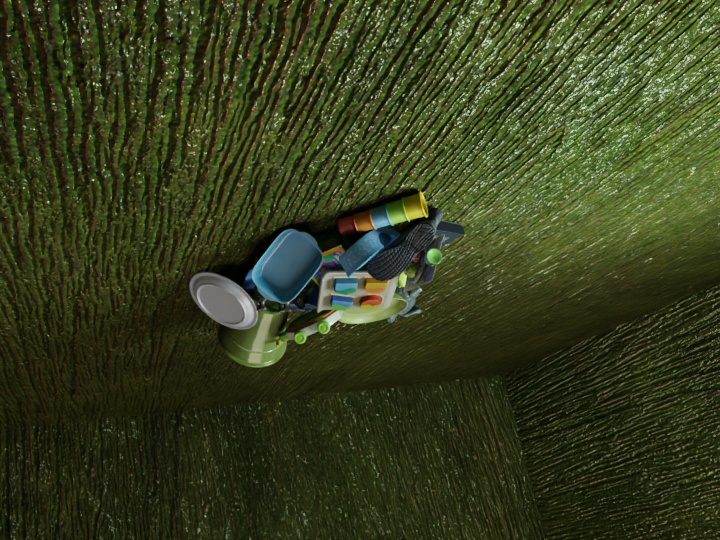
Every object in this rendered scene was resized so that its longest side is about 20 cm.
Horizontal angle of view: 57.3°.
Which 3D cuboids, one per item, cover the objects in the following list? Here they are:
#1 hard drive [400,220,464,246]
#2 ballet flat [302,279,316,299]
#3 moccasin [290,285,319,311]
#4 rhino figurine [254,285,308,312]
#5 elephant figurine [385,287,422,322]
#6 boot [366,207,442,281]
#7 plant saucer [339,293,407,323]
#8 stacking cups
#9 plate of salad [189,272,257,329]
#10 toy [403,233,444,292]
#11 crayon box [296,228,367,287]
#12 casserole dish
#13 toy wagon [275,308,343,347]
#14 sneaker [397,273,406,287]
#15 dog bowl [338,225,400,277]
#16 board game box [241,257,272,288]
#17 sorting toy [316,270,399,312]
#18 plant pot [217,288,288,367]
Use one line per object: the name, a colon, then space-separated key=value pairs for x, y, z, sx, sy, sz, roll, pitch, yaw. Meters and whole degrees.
hard drive: x=0.148 y=-0.072 z=1.695 sx=0.139 sy=0.033 sz=0.200 roll=6 pitch=154 yaw=-40
ballet flat: x=-0.140 y=0.021 z=1.776 sx=0.064 sy=0.067 sz=0.200 roll=24 pitch=149 yaw=-13
moccasin: x=-0.148 y=0.081 z=1.918 sx=0.200 sy=0.081 sz=0.068 roll=7 pitch=161 yaw=-8
rhino figurine: x=-0.197 y=0.064 z=1.698 sx=0.060 sy=0.088 sz=0.200 roll=-6 pitch=171 yaw=36
elephant figurine: x=0.124 y=0.083 z=2.014 sx=0.142 sy=0.155 sz=0.200 roll=-63 pitch=156 yaw=10
boot: x=0.110 y=-0.059 z=1.539 sx=0.200 sy=0.070 sz=0.132 roll=-35 pitch=-171 yaw=25
plant saucer: x=0.032 y=0.101 z=1.834 sx=0.200 sy=0.031 sz=0.200 roll=-10 pitch=159 yaw=-4
stacking cups: x=0.046 y=-0.123 z=1.467 sx=0.200 sy=0.061 sz=0.061 roll=-13 pitch=161 yaw=14
plate of salad: x=-0.348 y=0.074 z=1.698 sx=0.200 sy=0.048 sz=0.200 roll=16 pitch=136 yaw=16
toy: x=0.135 y=-0.020 z=1.581 sx=0.047 sy=0.115 sz=0.200 roll=20 pitch=166 yaw=-15
crayon box: x=-0.060 y=-0.009 z=1.623 sx=0.119 sy=0.058 sz=0.200 roll=-20 pitch=140 yaw=15
casserole dish: x=-0.167 y=-0.014 z=1.535 sx=0.200 sy=0.121 sz=0.039 roll=-49 pitch=-176 yaw=22
toy wagon: x=-0.141 y=0.146 z=1.748 sx=0.200 sy=0.040 sz=0.155 roll=-23 pitch=-169 yaw=9
sneaker: x=0.092 y=0.003 z=1.807 sx=0.083 sy=0.074 sz=0.200 roll=21 pitch=177 yaw=-2
dog bowl: x=0.019 y=-0.052 z=1.527 sx=0.111 sy=0.050 sz=0.200 roll=-42 pitch=178 yaw=33
board game box: x=-0.219 y=-0.008 z=1.670 sx=0.158 sy=0.039 sz=0.200 roll=-10 pitch=164 yaw=-23
sorting toy: x=-0.005 y=0.056 z=1.628 sx=0.200 sy=0.037 sz=0.185 roll=-4 pitch=149 yaw=-11
plant pot: x=-0.276 y=0.130 z=1.808 sx=0.200 sy=0.200 sz=0.190 roll=-1 pitch=139 yaw=-27
